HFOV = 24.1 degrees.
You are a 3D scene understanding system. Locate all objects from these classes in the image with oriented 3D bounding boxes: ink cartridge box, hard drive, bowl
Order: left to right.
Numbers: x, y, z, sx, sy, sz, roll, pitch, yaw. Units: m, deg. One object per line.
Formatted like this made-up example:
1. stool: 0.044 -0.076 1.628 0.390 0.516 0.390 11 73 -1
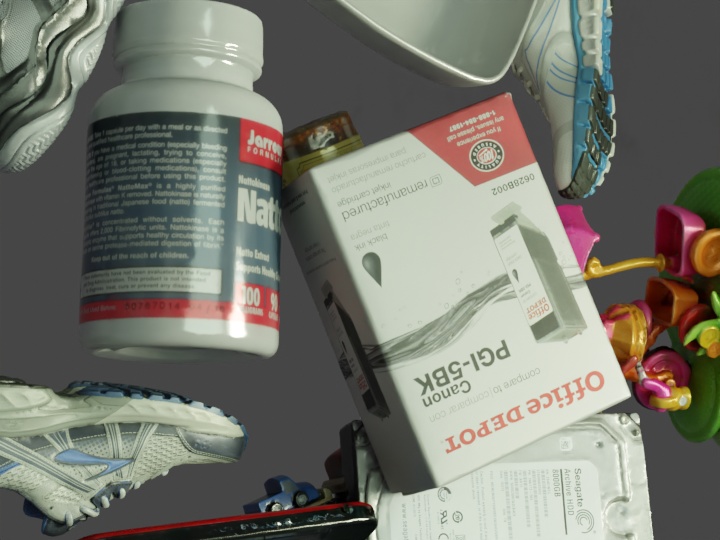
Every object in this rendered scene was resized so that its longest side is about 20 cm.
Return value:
1. bowl: 0.030 -0.236 1.134 0.199 0.074 0.202 30 68 -27
2. ink cartridge box: 0.055 0.015 1.018 0.146 0.083 0.202 -22 89 -20
3. hard drive: 0.089 0.162 1.065 0.197 0.038 0.142 1 76 -17

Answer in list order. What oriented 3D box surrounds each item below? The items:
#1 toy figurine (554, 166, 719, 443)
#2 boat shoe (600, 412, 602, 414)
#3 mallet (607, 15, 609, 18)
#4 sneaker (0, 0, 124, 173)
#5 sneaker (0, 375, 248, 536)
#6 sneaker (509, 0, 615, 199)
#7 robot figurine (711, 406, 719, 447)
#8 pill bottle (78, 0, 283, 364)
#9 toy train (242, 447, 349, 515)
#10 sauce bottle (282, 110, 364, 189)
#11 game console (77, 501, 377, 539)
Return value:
1. toy figurine: 0.169 0.026 1.182 0.182 0.150 0.203 0 108 -19
2. boat shoe: 0.107 0.173 1.133 0.201 0.073 0.065 -54 148 -14
3. mallet: 0.173 -0.203 1.251 0.041 0.066 0.203 12 92 -33
4. sneaker: -0.200 -0.167 0.972 0.113 0.075 0.202 30 71 -29
5. sneaker: -0.162 0.108 0.973 0.198 0.077 0.086 6 90 -25
6. sneaker: 0.134 -0.143 1.186 0.075 0.086 0.202 47 43 -63
7. robot figurine: 0.335 0.118 1.228 0.200 0.176 0.116 42 77 3
8. pill bottle: -0.104 -0.050 0.994 0.118 0.119 0.203 6 80 -32
9. toy train: 0.002 0.132 1.090 0.199 0.034 0.046 -22 92 -34
10. sauce bottle: 0.000 0.000 1.089 0.066 0.066 0.202 -27 99 -32
11. game console: -0.089 0.229 0.973 0.198 0.173 0.120 -2 58 -33
